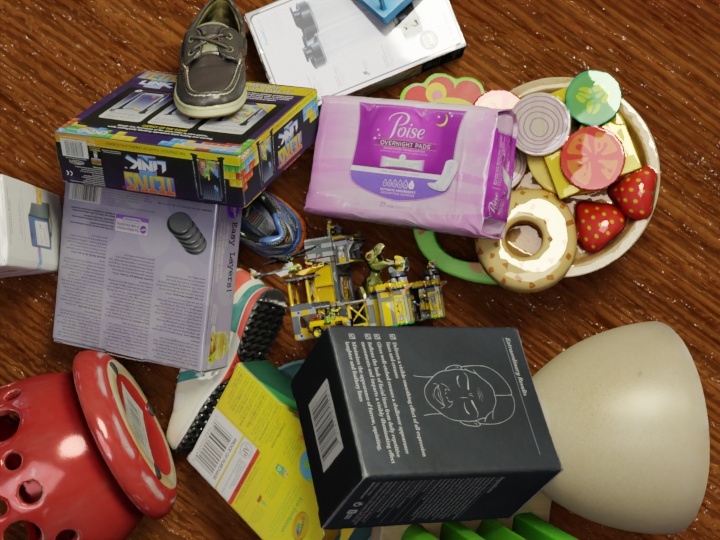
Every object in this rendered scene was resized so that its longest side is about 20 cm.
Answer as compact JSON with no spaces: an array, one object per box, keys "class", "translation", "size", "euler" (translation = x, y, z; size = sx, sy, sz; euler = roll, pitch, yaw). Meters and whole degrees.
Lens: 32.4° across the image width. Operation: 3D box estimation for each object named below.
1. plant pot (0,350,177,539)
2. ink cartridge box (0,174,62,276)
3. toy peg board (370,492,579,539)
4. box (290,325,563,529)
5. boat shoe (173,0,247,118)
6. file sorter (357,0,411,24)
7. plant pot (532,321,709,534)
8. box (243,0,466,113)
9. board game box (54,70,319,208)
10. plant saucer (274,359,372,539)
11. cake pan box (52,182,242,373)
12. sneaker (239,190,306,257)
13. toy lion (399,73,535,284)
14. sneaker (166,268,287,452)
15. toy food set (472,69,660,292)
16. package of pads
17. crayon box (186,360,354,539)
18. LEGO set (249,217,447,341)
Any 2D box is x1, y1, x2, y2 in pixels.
[{"class":"plant pot","translation":[-0.285,0.192,1.196],"size":[0.182,0.200,0.201],"euler":[-26,89,-1]},{"class":"ink cartridge box","translation":[-0.382,-0.036,1.200],"size":[0.144,0.200,0.088],"euler":[-5,86,2]},{"class":"toy peg board","translation":[0.111,0.320,1.177],"size":[0.199,0.098,0.201],"euler":[1,101,-30]},{"class":"box","translation":[0.056,0.139,1.116],"size":[0.199,0.107,0.149],"euler":[2,55,-25]},{"class":"boat shoe","translation":[-0.145,-0.208,1.195],"size":[0.073,0.200,0.065],"euler":[-4,121,-4]},{"class":"file sorter","translation":[-0.001,-0.371,1.193],"size":[0.139,0.123,0.200],"euler":[-42,68,-8]},{"class":"plant pot","translation":[0.222,0.152,1.171],"size":[0.133,0.200,0.202],"euler":[-3,90,-12]},{"class":"box","translation":[-0.006,-0.239,1.261],"size":[0.199,0.060,0.117],"euler":[-23,89,1]},{"class":"board game box","translation":[-0.162,-0.130,1.184],"size":[0.199,0.165,0.057],"euler":[10,121,22]},{"class":"plant saucer","translation":[-0.039,0.189,1.235],"size":[0.199,0.036,0.202],"euler":[-1,87,35]},{"class":"cake pan box","translation":[-0.216,-0.006,1.226],"size":[0.199,0.052,0.186],"euler":[8,95,26]},{"class":"sneaker","translation":[-0.143,-0.081,1.254],"size":[0.199,0.078,0.076],"euler":[28,90,1]},{"class":"toy lion","translation":[0.105,-0.094,1.262],"size":[0.190,0.069,0.202],"euler":[12,90,8]},{"class":"sneaker","translation":[-0.155,0.087,1.268],"size":[0.093,0.070,0.201],"euler":[35,104,31]},{"class":"toy food set","translation":[0.185,-0.091,1.189],"size":[0.199,0.049,0.199],"euler":[-22,83,12]},{"class":"package of pads","translation":[0.047,-0.101,1.179],"size":[0.199,0.076,0.121],"euler":[9,91,28]},{"class":"crayon box","translation":[-0.069,0.197,1.203],"size":[0.200,0.051,0.127],"euler":[41,112,29]},{"class":"LEGO set","translation":[0.000,0.000,1.204],"size":[0.153,0.200,0.117],"euler":[-10,88,24]}]
